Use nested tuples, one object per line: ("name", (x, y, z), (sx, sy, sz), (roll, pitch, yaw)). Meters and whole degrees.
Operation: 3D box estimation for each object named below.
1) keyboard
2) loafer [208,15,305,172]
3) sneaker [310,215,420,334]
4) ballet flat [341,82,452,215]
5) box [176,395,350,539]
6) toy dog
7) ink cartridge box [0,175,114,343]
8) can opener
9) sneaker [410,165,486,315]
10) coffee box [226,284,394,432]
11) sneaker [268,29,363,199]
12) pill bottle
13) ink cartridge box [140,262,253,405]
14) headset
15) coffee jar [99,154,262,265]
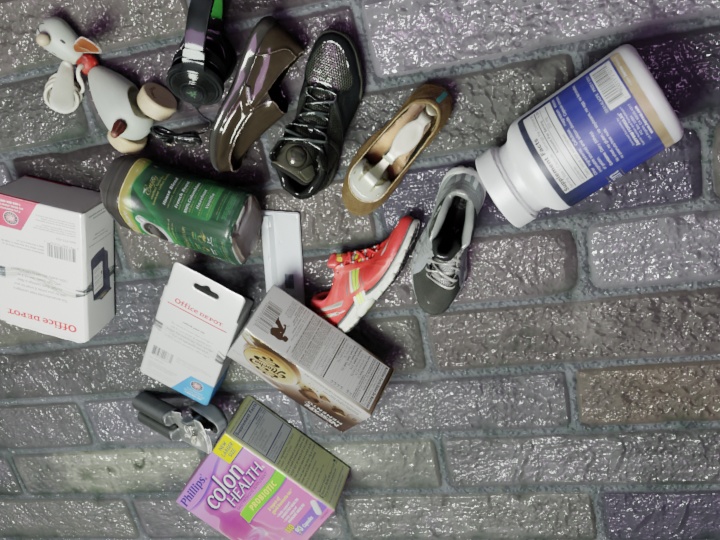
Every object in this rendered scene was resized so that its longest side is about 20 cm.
("keyboard", (-0.106, 0.014, 0.991), (0.055, 0.011, 0.203), (2, 115, 8))
("loafer", (-0.125, -0.199, 0.862), (0.071, 0.073, 0.202), (27, 119, -1))
("sneaker", (0.000, 0.000, 0.921), (0.085, 0.077, 0.201), (40, 117, 0))
("ballet flat", (0.035, -0.135, 0.849), (0.068, 0.072, 0.200), (42, 117, -6))
("box", (-0.149, 0.329, 1.095), (0.199, 0.097, 0.177), (36, 118, -3))
("toy dog", (-0.334, -0.224, 0.892), (0.197, 0.097, 0.133), (24, 117, 3))
("ink cartridge box", (-0.436, -0.016, 1.020), (0.142, 0.085, 0.203), (13, 116, 8))
("can opener", (-0.271, 0.221, 1.079), (0.198, 0.066, 0.054), (10, 122, 46))
("sneaker", (0.097, -0.019, 0.862), (0.074, 0.116, 0.203), (14, 116, 8))
("coffee box", (-0.069, 0.123, 0.960), (0.199, 0.080, 0.113), (35, 148, -7))
("sneaker", (-0.050, -0.173, 0.833), (0.075, 0.114, 0.202), (20, 115, 3))
("pill bottle", (0.231, -0.138, 0.773), (0.199, 0.116, 0.116), (-33, 103, 26))
("ink cartridge box", (-0.229, 0.079, 1.019), (0.115, 0.067, 0.202), (27, 118, 2))
("headset", (-0.199, -0.238, 0.835), (0.092, 0.124, 0.202), (9, 125, -5))
("coffee jar", (-0.232, -0.080, 0.923), (0.197, 0.086, 0.105), (18, 160, 10))
